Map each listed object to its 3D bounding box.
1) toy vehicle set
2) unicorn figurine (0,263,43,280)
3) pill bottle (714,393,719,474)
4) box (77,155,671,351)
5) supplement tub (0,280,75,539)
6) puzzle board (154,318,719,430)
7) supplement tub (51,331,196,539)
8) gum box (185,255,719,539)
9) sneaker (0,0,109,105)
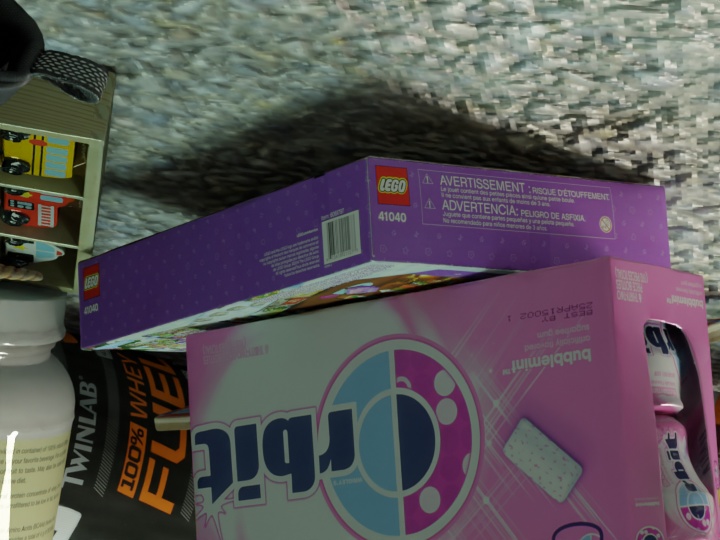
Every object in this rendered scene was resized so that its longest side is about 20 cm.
[{"bbox_3d":[-0.160,-0.039,0.870,0.124,0.027,0.200,9,163,-6],"label":"toy vehicle set"},{"bbox_3d":[-0.244,0.011,0.849,0.199,0.138,0.074,28,175,11],"label":"unicorn figurine"},{"bbox_3d":[0.196,0.112,1.044,0.199,0.110,0.110,2,162,17],"label":"pill bottle"},{"bbox_3d":[0.000,0.000,0.863,0.136,0.039,0.200,4,168,-36],"label":"box"},{"bbox_3d":[-0.202,0.097,0.981,0.144,0.201,0.145,11,-174,-1],"label":"supplement tub"},{"bbox_3d":[0.032,0.041,0.962,0.199,0.017,0.150,-7,-175,44],"label":"puzzle board"},{"bbox_3d":[-0.131,0.098,1.144,0.199,0.123,0.122,18,160,-33],"label":"supplement tub"},{"bbox_3d":[0.034,0.067,0.809,0.199,0.114,0.066,-11,168,37],"label":"gum box"},{"bbox_3d":[-0.137,-0.042,0.719,0.139,0.078,0.200,-8,142,19],"label":"sneaker"}]
